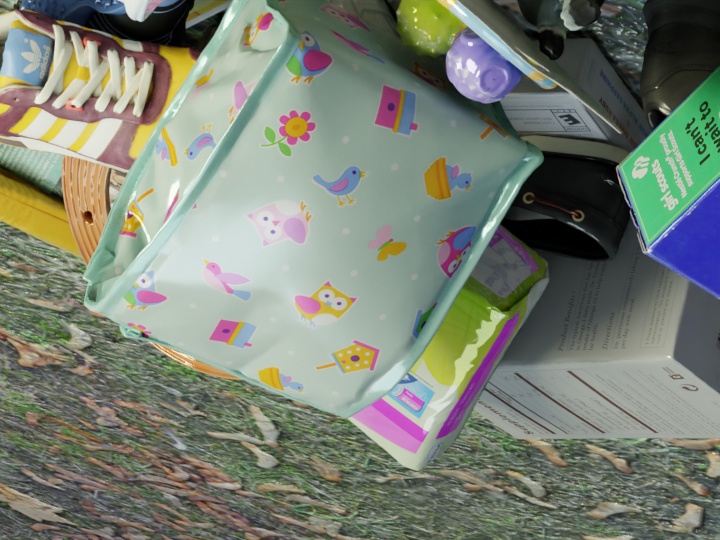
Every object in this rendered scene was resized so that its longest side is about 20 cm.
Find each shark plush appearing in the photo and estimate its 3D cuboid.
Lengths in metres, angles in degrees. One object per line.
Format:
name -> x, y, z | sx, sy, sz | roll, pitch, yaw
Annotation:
shark plush -> 0.109, -0.137, 1.024 | 0.091, 0.084, 0.200 | 16, -163, -16

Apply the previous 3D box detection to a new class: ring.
ring -> -0.096, -0.027, 1.272 | 0.200, 0.019, 0.201 | 20, 127, 28

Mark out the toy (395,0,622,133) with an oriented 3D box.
toy -> 0.052, -0.121, 1.095 | 0.115, 0.047, 0.200 | 35, -166, -23

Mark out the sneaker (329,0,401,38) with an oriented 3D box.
sneaker -> -0.015, -0.142, 1.178 | 0.075, 0.081, 0.200 | -22, 140, 19

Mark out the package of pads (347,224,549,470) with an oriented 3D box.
package of pads -> 0.000, 0.000, 1.275 | 0.200, 0.068, 0.155 | 38, 131, 12

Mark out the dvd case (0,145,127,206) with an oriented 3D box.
dvd case -> -0.169, -0.080, 1.378 | 0.200, 0.022, 0.146 | 27, 150, -11

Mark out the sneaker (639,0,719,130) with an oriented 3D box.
sneaker -> 0.231, -0.077, 1.165 | 0.199, 0.091, 0.076 | 22, 156, -16

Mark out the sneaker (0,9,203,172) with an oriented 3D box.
sneaker -> -0.153, -0.100, 1.180 | 0.199, 0.075, 0.090 | 4, 166, 20

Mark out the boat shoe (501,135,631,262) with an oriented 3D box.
boat shoe -> 0.067, -0.044, 1.286 | 0.201, 0.063, 0.074 | 6, 157, 29

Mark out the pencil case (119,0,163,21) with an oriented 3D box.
pencil case -> -0.163, -0.212, 1.081 | 0.200, 0.083, 0.091 | 36, 177, -4

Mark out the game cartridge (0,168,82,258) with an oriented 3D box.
game cartridge -> -0.215, -0.052, 1.508 | 0.200, 0.033, 0.176 | 28, -172, -36

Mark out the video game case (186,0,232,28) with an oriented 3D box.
video game case -> -0.150, -0.202, 1.244 | 0.182, 0.023, 0.200 | 30, 154, -28

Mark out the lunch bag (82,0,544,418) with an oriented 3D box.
lunch bag -> -0.031, -0.030, 1.125 | 0.170, 0.200, 0.122 | 24, -160, -25

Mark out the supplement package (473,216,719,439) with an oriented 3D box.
supplement package -> 0.153, 0.030, 1.326 | 0.200, 0.117, 0.117 | -4, 152, 43

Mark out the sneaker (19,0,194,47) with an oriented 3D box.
sneaker -> -0.124, -0.155, 1.229 | 0.078, 0.070, 0.200 | 17, 162, -31

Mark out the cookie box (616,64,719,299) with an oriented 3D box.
cookie box -> 0.259, -0.058, 1.077 | 0.171, 0.075, 0.200 | 29, 119, -28

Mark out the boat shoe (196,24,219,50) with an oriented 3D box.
boat shoe -> -0.060, -0.083, 1.392 | 0.067, 0.072, 0.200 | 13, 155, 15

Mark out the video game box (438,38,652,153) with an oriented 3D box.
video game box -> 0.087, -0.077, 1.330 | 0.199, 0.047, 0.182 | 3, 152, 32
